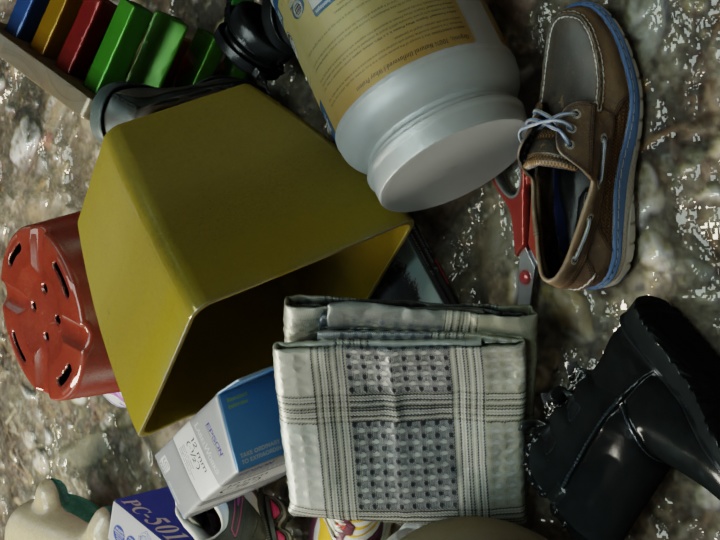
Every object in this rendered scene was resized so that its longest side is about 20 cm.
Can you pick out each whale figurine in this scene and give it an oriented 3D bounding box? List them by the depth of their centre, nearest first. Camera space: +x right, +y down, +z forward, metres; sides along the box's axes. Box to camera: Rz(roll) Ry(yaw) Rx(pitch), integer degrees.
[{"bbox_3d":[-0.269,0.275,1.605,0.199,0.103,0.160,-25,86,49],"label":"whale figurine"}]

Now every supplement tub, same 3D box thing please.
[{"bbox_3d":[0.030,-0.160,1.186,0.145,0.144,0.201,-42,64,42],"label":"supplement tub"}]

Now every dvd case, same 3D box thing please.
[{"bbox_3d":[0.000,0.000,1.337,0.146,0.022,0.201,-46,62,41],"label":"dvd case"}]

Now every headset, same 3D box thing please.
[{"bbox_3d":[-0.056,-0.193,1.333,0.123,0.093,0.202,-23,58,45],"label":"headset"}]

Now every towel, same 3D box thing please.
[{"bbox_3d":[0.034,0.109,1.197,0.190,0.035,0.202,2,120,7],"label":"towel"}]

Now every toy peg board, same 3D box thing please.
[{"bbox_3d":[-0.200,-0.191,1.410,0.199,0.199,0.098,36,103,38],"label":"toy peg board"}]

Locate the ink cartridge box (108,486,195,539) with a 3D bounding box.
[{"bbox_3d":[-0.133,0.262,1.468,0.199,0.093,0.045,29,117,41],"label":"ink cartridge box"}]

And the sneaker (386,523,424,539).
[{"bbox_3d":[0.002,0.282,1.321,0.078,0.099,0.201,43,125,34],"label":"sneaker"}]

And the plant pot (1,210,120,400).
[{"bbox_3d":[-0.192,0.020,1.403,0.200,0.194,0.203,19,115,48],"label":"plant pot"}]

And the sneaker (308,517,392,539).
[{"bbox_3d":[-0.010,0.183,1.325,0.075,0.090,0.201,52,129,28],"label":"sneaker"}]

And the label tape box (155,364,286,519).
[{"bbox_3d":[-0.064,0.123,1.305,0.200,0.142,0.067,-41,72,56],"label":"label tape box"}]

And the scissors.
[{"bbox_3d":[0.129,-0.007,1.202,0.073,0.014,0.202,-2,93,45],"label":"scissors"}]

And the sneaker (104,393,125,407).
[{"bbox_3d":[-0.243,0.036,1.569,0.114,0.072,0.202,-19,82,50],"label":"sneaker"}]

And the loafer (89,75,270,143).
[{"bbox_3d":[-0.129,-0.120,1.327,0.063,0.199,0.073,15,105,39],"label":"loafer"}]

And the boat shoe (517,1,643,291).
[{"bbox_3d":[0.150,-0.085,1.124,0.072,0.072,0.202,-2,95,47],"label":"boat shoe"}]

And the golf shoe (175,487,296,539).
[{"bbox_3d":[-0.121,0.185,1.428,0.078,0.087,0.201,-60,35,28],"label":"golf shoe"}]

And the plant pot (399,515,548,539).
[{"bbox_3d":[0.078,0.263,1.198,0.135,0.198,0.202,-120,35,-71],"label":"plant pot"}]

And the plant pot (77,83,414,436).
[{"bbox_3d":[-0.110,-0.023,1.249,0.177,0.199,0.200,56,146,18],"label":"plant pot"}]

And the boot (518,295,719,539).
[{"bbox_3d":[0.199,0.134,1.107,0.199,0.073,0.163,57,130,34],"label":"boot"}]
